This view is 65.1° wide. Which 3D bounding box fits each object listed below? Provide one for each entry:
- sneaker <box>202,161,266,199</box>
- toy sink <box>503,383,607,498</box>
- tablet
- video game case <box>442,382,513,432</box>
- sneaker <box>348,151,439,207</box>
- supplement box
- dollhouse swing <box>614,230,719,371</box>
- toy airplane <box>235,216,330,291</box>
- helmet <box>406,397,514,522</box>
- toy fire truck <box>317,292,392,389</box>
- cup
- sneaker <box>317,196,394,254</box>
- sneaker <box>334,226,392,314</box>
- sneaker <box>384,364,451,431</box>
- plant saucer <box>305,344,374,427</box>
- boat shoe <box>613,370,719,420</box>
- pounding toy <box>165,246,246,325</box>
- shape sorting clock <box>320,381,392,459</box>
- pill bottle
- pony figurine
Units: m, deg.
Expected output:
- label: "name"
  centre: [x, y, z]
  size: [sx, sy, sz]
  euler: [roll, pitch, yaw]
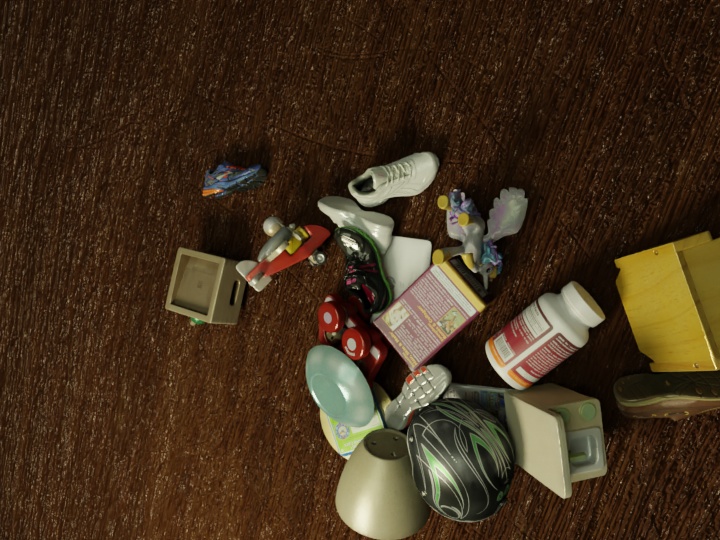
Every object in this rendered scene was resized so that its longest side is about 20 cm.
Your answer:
- label: "sneaker"
  centre: [-0.315, -0.233, 1.381]
  size: [0.198, 0.075, 0.080]
  euler: [-10, 86, 28]
- label: "toy sink"
  centre: [0.343, 0.282, 0.968]
  size: [0.110, 0.200, 0.132]
  euler: [-8, 90, -9]
- label: "tablet"
  centre: [0.084, 0.029, 1.208]
  size: [0.129, 0.014, 0.203]
  euler: [9, 98, 29]
- label: "video game case"
  centre: [0.260, 0.306, 1.128]
  size: [0.198, 0.018, 0.146]
  euler: [0, 94, 30]
- label: "sneaker"
  centre: [0.064, -0.186, 1.147]
  size: [0.198, 0.099, 0.079]
  euler: [-23, 79, 22]
- label: "supplement box"
  centre: [0.145, 0.080, 1.117]
  size: [0.200, 0.103, 0.131]
  euler: [-45, 78, 20]
- label: "dollhouse swing"
  centre: [0.566, 0.040, 0.924]
  size: [0.182, 0.174, 0.203]
  euler: [147, 105, -70]
- label: "toy airplane"
  centre: [-0.187, -0.047, 1.250]
  size: [0.198, 0.199, 0.143]
  euler: [-20, 94, 30]
- label: "helmet"
  centre: [0.186, 0.338, 1.046]
  size: [0.198, 0.200, 0.193]
  euler: [2, 113, 29]
- label: "toy fire truck"
  centre: [-0.027, 0.156, 1.224]
  size: [0.200, 0.111, 0.169]
  euler: [43, 123, 29]
- label: "cup"
  centre: [0.050, 0.409, 1.137]
  size: [0.198, 0.200, 0.145]
  euler: [13, 112, 28]
- label: "sneaker"
  centre: [-0.019, -0.096, 1.227]
  size: [0.199, 0.075, 0.090]
  euler: [29, 127, 31]
- label: "sneaker"
  centre: [0.000, 0.000, 1.175]
  size: [0.076, 0.083, 0.202]
  euler: [-23, 96, 45]
- label: "sneaker"
  centre: [0.130, 0.260, 1.164]
  size: [0.200, 0.081, 0.078]
  euler: [-49, 50, 34]
- label: "plant saucer"
  centre: [-0.058, 0.258, 1.204]
  size: [0.200, 0.039, 0.203]
  euler: [25, 129, 34]
- label: "boat shoe"
  centre: [0.533, 0.211, 0.945]
  size: [0.197, 0.072, 0.068]
  euler: [-10, 122, 22]
- label: "pounding toy"
  centre: [-0.387, 0.059, 1.425]
  size: [0.182, 0.142, 0.203]
  euler: [13, 90, 27]
- label: "shape sorting clock"
  centre: [-0.004, 0.335, 1.267]
  size: [0.198, 0.039, 0.203]
  euler: [1, 92, 29]
- label: "pill bottle"
  centre: [0.333, 0.115, 1.017]
  size: [0.200, 0.113, 0.113]
  euler: [-45, 73, 25]
- label: "pony figurine"
  centre: [0.210, -0.074, 1.048]
  size: [0.165, 0.199, 0.196]
  euler: [-1, 78, 36]
